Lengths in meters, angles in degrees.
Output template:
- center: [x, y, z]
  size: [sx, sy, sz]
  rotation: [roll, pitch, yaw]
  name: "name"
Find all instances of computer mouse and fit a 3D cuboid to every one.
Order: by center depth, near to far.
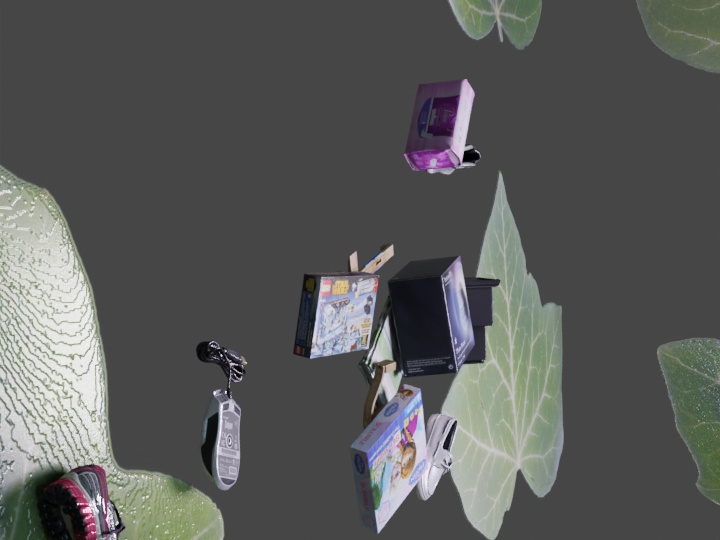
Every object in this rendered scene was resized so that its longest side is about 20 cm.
- center: [-0.203, 0.208, 1.352]
  size: [0.110, 0.043, 0.203]
  rotation: [41, 47, -62]
  name: "computer mouse"

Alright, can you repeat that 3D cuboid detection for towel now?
- center: [0.052, 0.166, 1.898]
  size: [0.201, 0.030, 0.150]
  rotation: [-66, 147, -45]
  name: "towel"

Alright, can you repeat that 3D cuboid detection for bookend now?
- center: [0.249, 0.117, 2.124]
  size: [0.200, 0.091, 0.202]
  rotation: [178, -90, -85]
  name: "bookend"

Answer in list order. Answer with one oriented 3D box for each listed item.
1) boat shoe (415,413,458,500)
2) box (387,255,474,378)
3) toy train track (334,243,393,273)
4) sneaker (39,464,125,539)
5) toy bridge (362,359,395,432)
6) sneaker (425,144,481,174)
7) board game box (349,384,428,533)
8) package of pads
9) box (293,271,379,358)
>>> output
- center: [0.169, 0.405, 2.071]
  size: [0.072, 0.068, 0.201]
  rotation: [65, 34, -39]
  name: "boat shoe"
- center: [0.148, 0.090, 1.946]
  size: [0.200, 0.122, 0.201]
  rotation: [-38, 118, -69]
  name: "box"
- center: [0.000, 0.000, 1.772]
  size: [0.200, 0.032, 0.116]
  rotation: [-40, 133, -48]
  name: "toy train track"
- center: [-0.300, 0.323, 1.100]
  size: [0.075, 0.080, 0.203]
  rotation: [-36, 120, -61]
  name: "sneaker"
- center: [0.033, 0.273, 1.810]
  size: [0.067, 0.027, 0.203]
  rotation: [-13, 112, -49]
  name: "toy bridge"
- center: [0.228, -0.256, 2.175]
  size: [0.200, 0.114, 0.076]
  rotation: [-28, 114, -61]
  name: "sneaker"
- center: [0.059, 0.355, 1.809]
  size: [0.200, 0.041, 0.202]
  rotation: [-43, 135, -43]
  name: "board game box"
- center: [0.172, -0.316, 2.057]
  size: [0.076, 0.119, 0.202]
  rotation: [51, 44, -50]
  name: "package of pads"
- center: [-0.039, 0.073, 1.654]
  size: [0.199, 0.039, 0.139]
  rotation: [0, 101, -60]
  name: "box"
